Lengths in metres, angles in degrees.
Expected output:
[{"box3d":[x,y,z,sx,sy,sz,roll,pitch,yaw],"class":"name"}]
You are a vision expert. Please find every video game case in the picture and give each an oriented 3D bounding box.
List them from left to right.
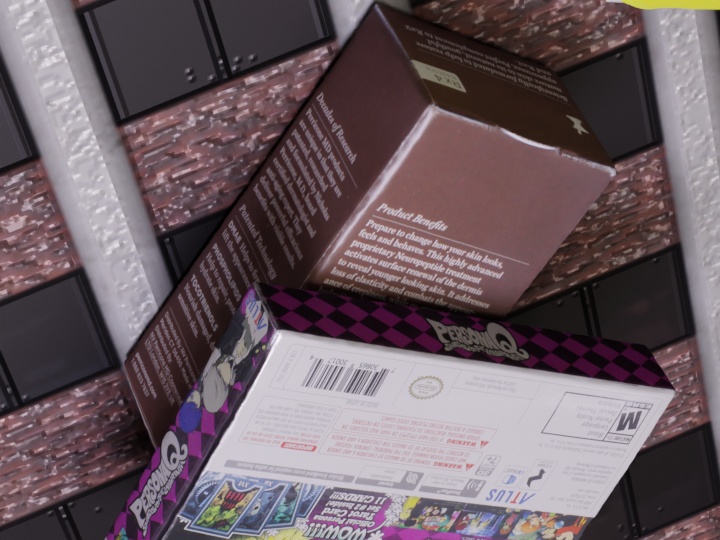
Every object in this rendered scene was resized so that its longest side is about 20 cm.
[{"box3d":[0.004,0.094,1.199,0.199,0.036,0.182,9,126,-33],"class":"video game case"}]

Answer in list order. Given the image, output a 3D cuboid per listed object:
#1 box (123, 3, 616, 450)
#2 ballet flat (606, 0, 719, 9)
[{"box3d":[0.000,0.000,1.187,0.100,0.075,0.200,17,122,-37],"class":"box"},{"box3d":[0.071,-0.138,1.109,0.199,0.067,0.067,18,142,-34],"class":"ballet flat"}]
